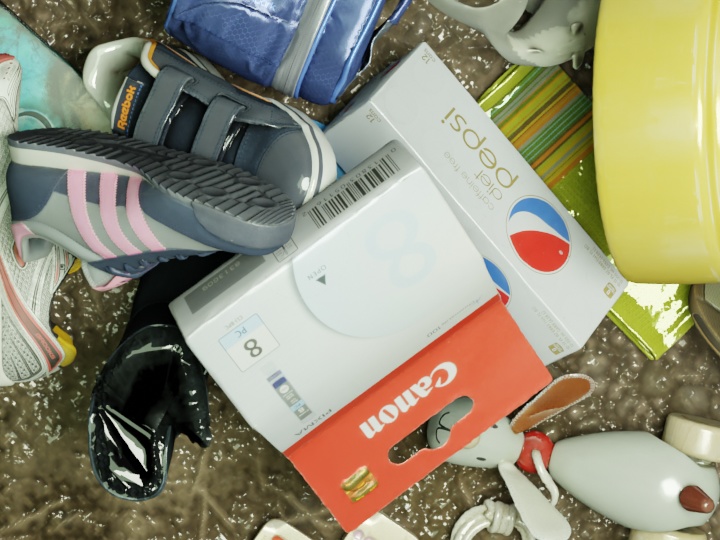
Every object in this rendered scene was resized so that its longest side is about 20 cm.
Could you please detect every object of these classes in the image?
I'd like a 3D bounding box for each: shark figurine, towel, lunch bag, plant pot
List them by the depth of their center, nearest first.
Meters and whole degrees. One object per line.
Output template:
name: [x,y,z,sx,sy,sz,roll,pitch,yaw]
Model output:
plant pot: [0.245,-0.091,1.202,0.187,0.201,0.203,1,97,20]
lunch bag: [-0.020,-0.202,1.237,0.131,0.136,0.202,24,94,-5]
shark figurine: [0.107,-0.163,1.266,0.089,0.214,0.129,28,131,31]
towel: [0.148,-0.042,1.323,0.086,0.018,0.200,-43,97,4]

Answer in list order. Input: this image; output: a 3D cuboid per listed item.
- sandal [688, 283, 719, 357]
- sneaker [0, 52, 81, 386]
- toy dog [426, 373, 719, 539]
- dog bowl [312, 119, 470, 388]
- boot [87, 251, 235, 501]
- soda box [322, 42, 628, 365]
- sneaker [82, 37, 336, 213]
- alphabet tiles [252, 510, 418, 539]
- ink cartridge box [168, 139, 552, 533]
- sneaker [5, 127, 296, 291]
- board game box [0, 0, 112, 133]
sandal: [0.277,0.078,1.325,0.199,0.082,0.055,37,130,-16]
sneaker: [-0.208,-0.031,1.259,0.081,0.078,0.202,-4,105,-13]
toy dog: [0.145,0.128,1.301,0.198,0.096,0.133,-7,91,-3]
dog bowl: [0.000,0.000,1.276,0.049,0.112,0.200,-35,102,29]
boot: [-0.105,0.028,1.245,0.076,0.168,0.202,19,96,-6]
soda box: [0.069,-0.036,1.281,0.200,0.064,0.068,48,52,-9]
sneaker: [-0.095,-0.078,1.215,0.079,0.200,0.079,11,105,-40]
alphabet tiles: [-0.012,0.259,1.354,0.195,0.015,0.201,34,95,-8]
ink cartridge box: [0.010,0.049,1.184,0.160,0.047,0.201,-36,120,-1]
sneaker: [-0.117,-0.024,1.166,0.199,0.070,0.083,17,110,36]
board game box: [-0.242,-0.051,1.300,0.135,0.028,0.200,40,94,-6]
